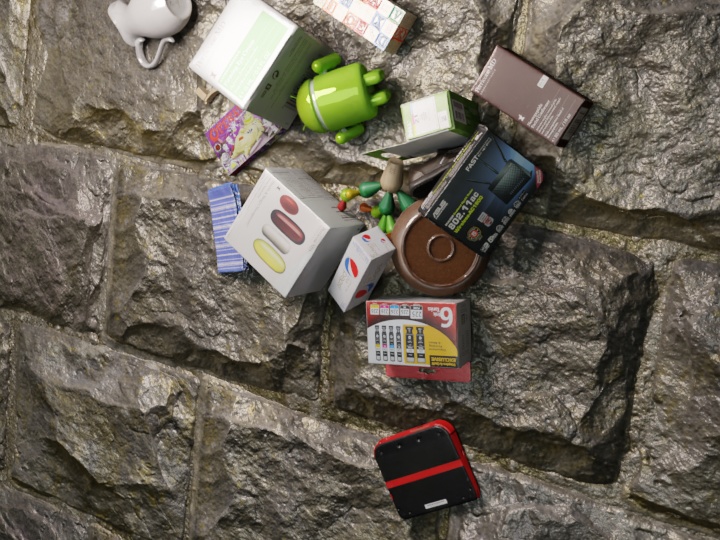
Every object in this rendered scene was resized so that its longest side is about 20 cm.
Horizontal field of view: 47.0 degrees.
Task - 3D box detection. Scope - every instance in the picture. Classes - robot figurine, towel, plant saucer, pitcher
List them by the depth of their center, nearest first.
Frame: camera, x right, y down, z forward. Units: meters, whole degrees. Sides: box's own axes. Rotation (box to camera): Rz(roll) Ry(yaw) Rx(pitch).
[{"bbox_3d":[0.157,-0.046,1.622,0.199,0.034,0.201,1,101,3],"label":"plant saucer"},{"bbox_3d":[-0.041,-0.349,1.681,0.199,0.116,0.176,-15,109,15],"label":"robot figurine"},{"bbox_3d":[-0.306,-0.095,1.885,0.145,0.024,0.201,-3,94,55],"label":"towel"},{"bbox_3d":[-0.473,-0.568,1.911,0.199,0.121,0.172,-7,113,39],"label":"pitcher"}]

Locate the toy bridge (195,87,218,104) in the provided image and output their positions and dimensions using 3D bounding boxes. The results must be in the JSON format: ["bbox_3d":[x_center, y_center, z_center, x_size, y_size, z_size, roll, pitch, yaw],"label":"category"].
[{"bbox_3d":[-0.301,-0.457,1.870,0.067,0.027,0.200,43,114,16],"label":"toy bridge"}]

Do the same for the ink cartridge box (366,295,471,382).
[{"bbox_3d":[0.120,0.144,1.681,0.199,0.084,0.177,0,96,28],"label":"ink cartridge box"}]

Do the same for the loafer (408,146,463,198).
[{"bbox_3d":[0.177,-0.214,1.598,0.199,0.073,0.072,-23,62,6],"label":"loafer"}]

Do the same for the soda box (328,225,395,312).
[{"bbox_3d":[0.000,0.000,1.686,0.064,0.068,0.200,53,146,18],"label":"soda box"}]

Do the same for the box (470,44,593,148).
[{"bbox_3d":[0.316,-0.322,1.530,0.200,0.075,0.100,38,112,21],"label":"box"}]

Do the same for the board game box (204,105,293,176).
[{"bbox_3d":[-0.253,-0.318,1.861,0.200,0.032,0.120,-36,74,27],"label":"board game box"}]

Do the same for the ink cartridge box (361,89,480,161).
[{"bbox_3d":[0.114,-0.272,1.597,0.199,0.148,0.076,-11,84,29],"label":"ink cartridge box"}]

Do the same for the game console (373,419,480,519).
[{"bbox_3d":[0.134,0.419,1.740,0.199,0.031,0.178,-25,89,29],"label":"game console"}]

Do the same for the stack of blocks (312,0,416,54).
[{"bbox_3d":[0.014,-0.541,1.673,0.200,0.059,0.115,39,112,19],"label":"stack of blocks"}]

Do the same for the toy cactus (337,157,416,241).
[{"bbox_3d":[0.049,-0.145,1.666,0.199,0.102,0.166,27,127,22],"label":"toy cactus"}]

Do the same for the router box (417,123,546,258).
[{"bbox_3d":[0.225,-0.146,1.538,0.150,0.062,0.200,32,99,-17],"label":"router box"}]

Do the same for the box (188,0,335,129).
[{"bbox_3d":[-0.198,-0.433,1.705,0.171,0.200,0.199,39,101,19],"label":"box"}]

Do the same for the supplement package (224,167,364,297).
[{"bbox_3d":[-0.142,-0.083,1.760,0.200,0.147,0.192,42,113,19],"label":"supplement package"}]
